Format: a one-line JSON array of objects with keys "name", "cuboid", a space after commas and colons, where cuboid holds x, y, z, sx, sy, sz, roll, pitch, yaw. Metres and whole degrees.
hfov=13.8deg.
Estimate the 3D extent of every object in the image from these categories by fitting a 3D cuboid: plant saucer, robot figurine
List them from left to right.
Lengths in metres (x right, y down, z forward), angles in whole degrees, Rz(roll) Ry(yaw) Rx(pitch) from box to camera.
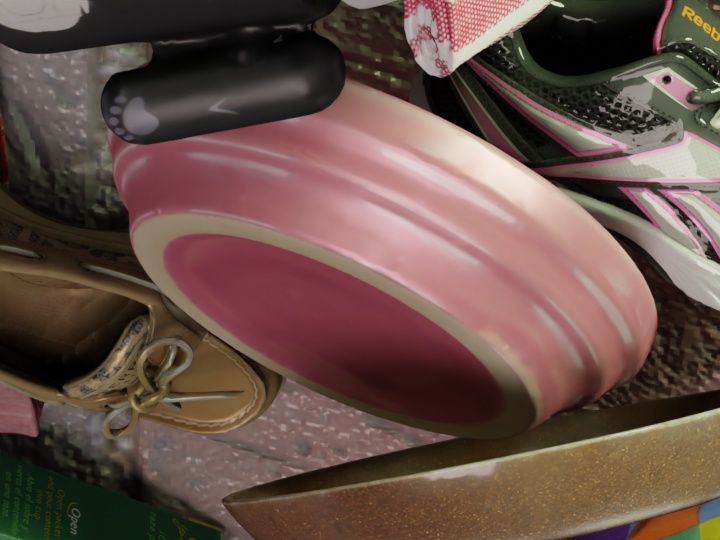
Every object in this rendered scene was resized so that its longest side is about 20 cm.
[{"name": "robot figurine", "cuboid": [-0.058, -0.132, 0.917, 0.200, 0.125, 0.150, -6, 132, 16]}, {"name": "plant saucer", "cuboid": [0.000, 0.000, 1.010, 0.200, 0.051, 0.201, 22, 161, 8]}, {"name": "plant saucer", "cuboid": [0.053, 0.074, 1.034, 0.200, 0.200, 0.034, -13, 89, 26]}]

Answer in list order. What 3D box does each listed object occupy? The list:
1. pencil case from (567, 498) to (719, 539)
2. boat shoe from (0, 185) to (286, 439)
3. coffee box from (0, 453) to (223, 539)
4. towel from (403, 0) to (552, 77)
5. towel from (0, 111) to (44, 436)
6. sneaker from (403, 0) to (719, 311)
[{"name": "pencil case", "cuboid": [0.146, 0.116, 1.112, 0.200, 0.088, 0.088, -24, 121, 34]}, {"name": "boat shoe", "cuboid": [-0.113, 0.020, 1.086, 0.200, 0.063, 0.073, 24, 120, -27]}, {"name": "coffee box", "cuboid": [-0.169, 0.119, 1.197, 0.200, 0.044, 0.123, 21, 135, -24]}, {"name": "towel", "cuboid": [0.056, -0.170, 0.849, 0.030, 0.146, 0.200, 29, 143, 35]}, {"name": "towel", "cuboid": [-0.197, -0.024, 1.125, 0.144, 0.023, 0.200, 7, 131, 13]}, {"name": "sneaker", "cuboid": [0.111, -0.045, 0.978, 0.200, 0.080, 0.086, 14, 132, 2]}]
